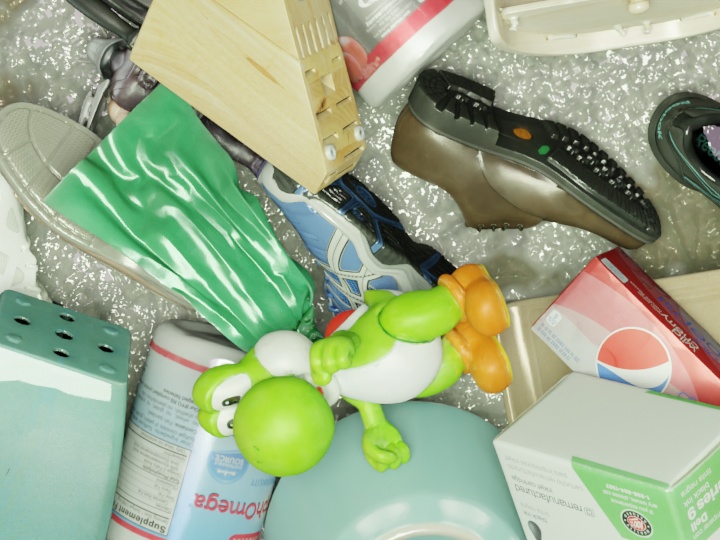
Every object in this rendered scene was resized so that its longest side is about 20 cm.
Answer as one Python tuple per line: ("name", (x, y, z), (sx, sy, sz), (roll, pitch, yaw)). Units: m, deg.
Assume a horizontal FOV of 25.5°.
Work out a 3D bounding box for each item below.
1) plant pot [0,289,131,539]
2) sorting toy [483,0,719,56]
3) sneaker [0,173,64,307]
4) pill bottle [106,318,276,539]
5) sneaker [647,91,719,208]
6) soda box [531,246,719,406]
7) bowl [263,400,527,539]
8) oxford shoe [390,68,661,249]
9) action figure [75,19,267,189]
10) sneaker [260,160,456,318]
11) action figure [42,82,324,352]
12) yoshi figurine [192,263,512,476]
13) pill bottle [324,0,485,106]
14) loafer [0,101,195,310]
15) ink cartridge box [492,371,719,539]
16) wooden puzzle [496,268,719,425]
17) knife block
("plant pot", (-0.224, 0.128, 1.040), (0.140, 0.142, 0.202), (19, 107, -13))
("sorting toy", (0.171, -0.245, 1.062), (0.198, 0.107, 0.182), (-8, 86, 3))
("sneaker", (-0.226, 0.017, 1.110), (0.114, 0.076, 0.203), (10, 102, -7))
("pill bottle", (-0.113, 0.143, 1.086), (0.108, 0.109, 0.202), (16, 95, 1))
("sneaker", (0.281, -0.047, 1.074), (0.199, 0.079, 0.076), (32, 94, -1))
("soda box", (0.207, 0.080, 1.025), (0.200, 0.063, 0.070), (45, 112, 13))
("bowl", (0.037, 0.200, 1.049), (0.198, 0.105, 0.203), (-2, 107, -6))
("oxford shoe", (0.112, -0.060, 1.094), (0.199, 0.073, 0.085), (26, 122, -5))
("action figure", (-0.109, -0.111, 1.094), (0.199, 0.069, 0.131), (29, 101, 4))
("sneaker", (0.000, 0.000, 1.063), (0.077, 0.076, 0.200), (-38, 118, 18))
("action figure", (-0.096, -0.014, 1.038), (0.200, 0.055, 0.118), (46, 77, -6))
("yoshi figurine", (-0.001, 0.073, 0.976), (0.198, 0.112, 0.114), (-18, 88, -8))
("pill bottle", (-0.015, -0.218, 1.059), (0.111, 0.111, 0.200), (-41, 91, 4))
("loafer", (-0.173, -0.033, 1.081), (0.199, 0.063, 0.072), (37, 63, -13))
("ink cartridge box", (0.184, 0.178, 0.986), (0.084, 0.145, 0.202), (-36, 117, -31))
("wooden puzzle", (0.200, 0.099, 1.086), (0.198, 0.037, 0.187), (-10, 93, 24))
("knife block", (-0.103, -0.143, 1.026), (0.174, 0.064, 0.202), (-8, 105, 28))
